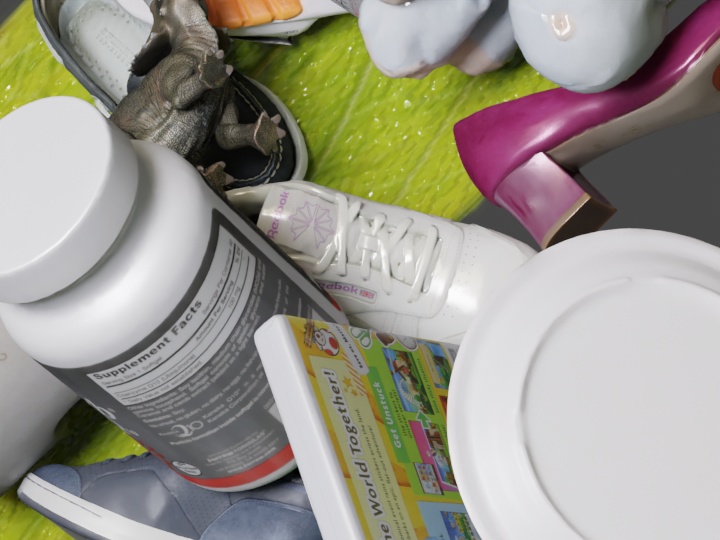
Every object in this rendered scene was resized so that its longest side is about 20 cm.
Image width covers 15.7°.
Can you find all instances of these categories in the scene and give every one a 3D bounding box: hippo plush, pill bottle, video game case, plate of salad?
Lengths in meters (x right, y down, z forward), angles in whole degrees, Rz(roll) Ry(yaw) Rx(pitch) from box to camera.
[{"bbox_3d":[0.106,-0.159,1.280,0.160,0.159,0.201,29,81,32],"label":"hippo plush"},{"bbox_3d":[-0.098,0.011,1.218,0.115,0.200,0.116,-19,50,25],"label":"pill bottle"},{"bbox_3d":[0.049,0.118,1.202,0.023,0.181,0.201,-39,57,32],"label":"video game case"},{"bbox_3d":[0.134,0.078,1.209,0.199,0.048,0.201,4,69,-12],"label":"plate of salad"}]

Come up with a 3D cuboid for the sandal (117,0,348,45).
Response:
[{"bbox_3d":[-0.035,-0.158,1.420,0.205,0.059,0.080,-1,72,5],"label":"sandal"}]

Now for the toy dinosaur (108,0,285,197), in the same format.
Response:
[{"bbox_3d":[-0.105,-0.064,1.335,0.102,0.077,0.201,11,71,57],"label":"toy dinosaur"}]

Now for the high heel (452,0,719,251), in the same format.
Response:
[{"bbox_3d":[0.133,-0.105,1.303,0.200,0.067,0.096,-43,59,7],"label":"high heel"}]

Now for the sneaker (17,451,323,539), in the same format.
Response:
[{"bbox_3d":[-0.074,0.094,1.339,0.202,0.077,0.147,14,70,39],"label":"sneaker"}]

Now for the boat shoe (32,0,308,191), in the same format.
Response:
[{"bbox_3d":[-0.110,-0.100,1.432,0.200,0.060,0.076,35,90,33],"label":"boat shoe"}]

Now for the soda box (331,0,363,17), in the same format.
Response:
[{"bbox_3d":[0.043,-0.226,1.368,0.068,0.064,0.200,33,77,20],"label":"soda box"}]

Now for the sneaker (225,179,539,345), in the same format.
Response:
[{"bbox_3d":[0.000,0.000,1.316,0.199,0.100,0.075,8,74,28],"label":"sneaker"}]

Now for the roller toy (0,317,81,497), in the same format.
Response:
[{"bbox_3d":[-0.216,0.015,1.373,0.140,0.182,0.200,-44,53,7],"label":"roller toy"}]
